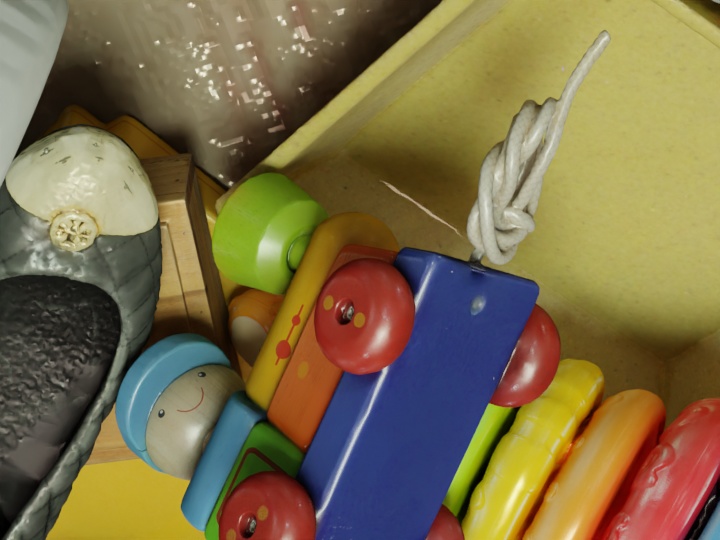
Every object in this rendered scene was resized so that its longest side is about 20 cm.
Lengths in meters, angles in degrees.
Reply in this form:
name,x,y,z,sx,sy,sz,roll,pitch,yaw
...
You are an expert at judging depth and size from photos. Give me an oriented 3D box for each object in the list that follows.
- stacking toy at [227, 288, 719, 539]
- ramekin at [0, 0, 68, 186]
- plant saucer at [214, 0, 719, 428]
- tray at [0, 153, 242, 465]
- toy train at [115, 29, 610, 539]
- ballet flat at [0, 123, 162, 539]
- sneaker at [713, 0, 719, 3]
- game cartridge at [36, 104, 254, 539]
name,x,y,z,sx,sy,sz,roll,pitch,yaw
stacking toy,0.040,0.060,0.865,0.200,0.110,0.116,29,154,11
ramekin,-0.164,-0.025,0.753,0.097,0.201,0.201,26,120,-13
plant saucer,0.085,-0.026,0.842,0.200,0.049,0.200,32,141,-17
tray,-0.146,0.024,0.886,0.199,0.037,0.099,-7,120,6
toy train,0.000,0.000,0.808,0.085,0.116,0.201,15,103,-46
ballet flat,-0.109,0.043,0.843,0.066,0.057,0.200,16,119,-9
sneaker,0.180,-0.094,0.734,0.199,0.077,0.082,13,90,-11
game cartridge,-0.094,0.054,0.942,0.176,0.032,0.200,39,114,-20
